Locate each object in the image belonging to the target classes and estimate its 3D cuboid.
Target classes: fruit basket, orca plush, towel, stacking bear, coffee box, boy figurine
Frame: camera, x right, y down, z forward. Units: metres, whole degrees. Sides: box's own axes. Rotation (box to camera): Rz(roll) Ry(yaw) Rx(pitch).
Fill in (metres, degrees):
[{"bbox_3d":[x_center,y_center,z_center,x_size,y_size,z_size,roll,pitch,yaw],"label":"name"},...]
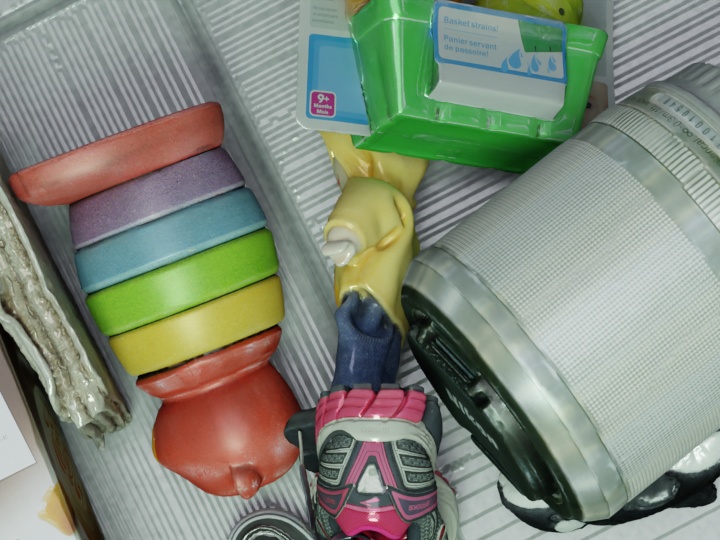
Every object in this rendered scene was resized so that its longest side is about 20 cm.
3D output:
[{"bbox_3d":[0.057,-0.158,1.238,0.184,0.094,0.202,8,79,-21],"label":"fruit basket"},{"bbox_3d":[0.173,0.089,1.254,0.200,0.071,0.105,-38,39,-7],"label":"orca plush"},{"bbox_3d":[-0.179,-0.002,1.235,0.034,0.133,0.201,-27,80,-4],"label":"towel"},{"bbox_3d":[-0.091,0.023,1.247,0.113,0.121,0.201,-20,93,6],"label":"stacking bear"},{"bbox_3d":[-0.193,0.110,1.236,0.079,0.114,0.201,-22,84,-3],"label":"coffee box"},{"bbox_3d":[0.000,0.000,1.235,0.064,0.124,0.202,-3,66,12],"label":"boy figurine"}]

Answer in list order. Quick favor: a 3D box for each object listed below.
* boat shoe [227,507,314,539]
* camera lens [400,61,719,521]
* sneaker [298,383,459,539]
[{"bbox_3d":[-0.026,0.222,1.239,0.069,0.066,0.202,-15,84,2],"label":"boat shoe"},{"bbox_3d":[0.132,0.013,1.175,0.200,0.160,0.160,-37,83,-7],"label":"camera lens"},{"bbox_3d":[0.006,0.129,1.184,0.080,0.200,0.075,0,62,7],"label":"sneaker"}]
